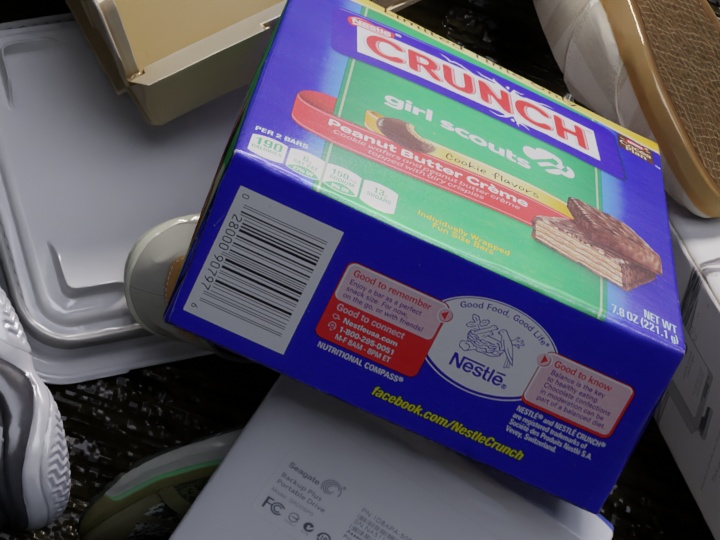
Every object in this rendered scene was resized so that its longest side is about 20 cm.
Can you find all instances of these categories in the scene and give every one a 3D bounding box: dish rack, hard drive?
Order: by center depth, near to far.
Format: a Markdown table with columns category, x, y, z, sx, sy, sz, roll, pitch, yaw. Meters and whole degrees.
| category | x | y | z | sx | sy | sz | roll | pitch | yaw |
| --- | --- | --- | --- | --- | --- | --- | --- | --- | --- |
| hard drive | -0.014 | 0.133 | 0.819 | 0.132 | 0.200 | 0.025 | 34 | 27 | -1 |
| dish rack | -0.078 | -0.049 | 0.955 | 0.199 | 0.044 | 0.172 | -11 | 70 | -23 |

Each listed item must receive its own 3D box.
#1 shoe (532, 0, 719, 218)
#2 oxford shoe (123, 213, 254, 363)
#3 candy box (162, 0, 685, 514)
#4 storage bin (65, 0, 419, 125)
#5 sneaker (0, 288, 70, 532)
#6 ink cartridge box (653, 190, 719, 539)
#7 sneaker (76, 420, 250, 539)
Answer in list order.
| category | x | y | z | sx | sy | sz | roll | pitch | yaw |
| --- | --- | --- | --- | --- | --- | --- | --- | --- | --- |
| shoe | 0.116 | -0.110 | 0.962 | 0.070 | 0.053 | 0.200 | -10 | 73 | -44 |
| oxford shoe | 0.000 | 0.000 | 0.914 | 0.199 | 0.058 | 0.075 | -8 | 106 | -26 |
| candy box | 0.029 | -0.018 | 0.807 | 0.169 | 0.077 | 0.200 | 24 | 23 | -6 |
| storage bin | -0.054 | -0.194 | 0.927 | 0.200 | 0.094 | 0.199 | -27 | 68 | -10 |
| sneaker | -0.202 | 0.026 | 0.862 | 0.114 | 0.075 | 0.200 | -22 | 78 | -27 |
| ink cartridge box | 0.206 | 0.046 | 0.930 | 0.146 | 0.083 | 0.200 | 5 | 31 | -16 |
| sneaker | -0.022 | 0.099 | 0.847 | 0.077 | 0.200 | 0.089 | -4 | 78 | -66 |
